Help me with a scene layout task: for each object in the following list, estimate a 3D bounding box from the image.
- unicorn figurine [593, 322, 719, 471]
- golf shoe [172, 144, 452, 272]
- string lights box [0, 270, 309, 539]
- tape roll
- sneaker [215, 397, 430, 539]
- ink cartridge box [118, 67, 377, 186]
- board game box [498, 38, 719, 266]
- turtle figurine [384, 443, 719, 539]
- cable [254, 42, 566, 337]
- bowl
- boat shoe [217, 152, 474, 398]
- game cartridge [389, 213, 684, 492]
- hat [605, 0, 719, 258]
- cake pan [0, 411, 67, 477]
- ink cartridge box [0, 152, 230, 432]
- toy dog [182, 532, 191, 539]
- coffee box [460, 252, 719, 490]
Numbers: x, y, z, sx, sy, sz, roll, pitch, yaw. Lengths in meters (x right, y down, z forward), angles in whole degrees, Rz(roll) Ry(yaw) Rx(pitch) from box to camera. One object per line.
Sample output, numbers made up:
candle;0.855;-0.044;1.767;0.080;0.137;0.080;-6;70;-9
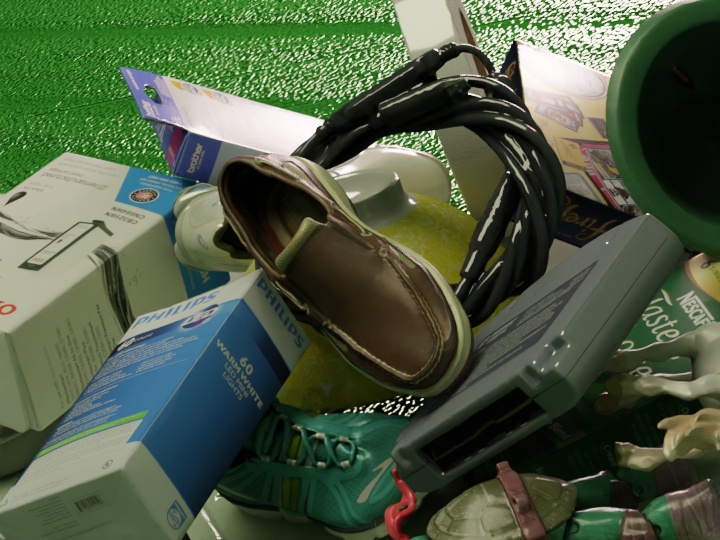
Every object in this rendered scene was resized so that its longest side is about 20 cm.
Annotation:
unicorn figurine;0.193;0.051;1.510;0.136;0.074;0.200;-10;37;-1
golf shoe;-0.024;-0.033;1.881;0.199;0.079;0.097;-14;10;-15
string lights box;-0.117;0.088;1.604;0.102;0.059;0.200;-21;22;35
tape roll;0.067;-0.116;1.853;0.037;0.204;0.203;-20;27;7
sneaker;-0.032;0.112;1.661;0.199;0.080;0.078;-5;59;44
ink cartridge box;-0.074;-0.086;1.971;0.042;0.199;0.119;-67;21;17
board game box;0.156;-0.068;1.772;0.200;0.135;0.035;-89;22;-61
turtle figurine;0.090;0.151;1.478;0.199;0.101;0.150;-19;37;-2
cable;0.025;-0.030;1.676;0.199;0.164;0.051;-33;-18;8
bowl;0.000;0.000;1.766;0.199;0.108;0.200;-16;17;5
boat shoe;-0.018;0.001;1.587;0.202;0.075;0.075;42;105;41
game cartridge;0.097;0.043;1.529;0.133;0.041;0.200;-56;9;-31
hat;0.214;-0.069;1.749;0.199;0.167;0.176;3;-12;-17
cake pan;-0.239;0.080;1.976;0.199;0.037;0.201;-22;27;12
ink cartridge box;-0.211;0.011;1.917;0.145;0.085;0.200;14;39;38
toy dog;-0.136;0.190;1.617;0.199;0.097;0.132;-19;27;17
coffee box;0.144;0.069;1.624;0.199;0.044;0.123;-27;27;1
